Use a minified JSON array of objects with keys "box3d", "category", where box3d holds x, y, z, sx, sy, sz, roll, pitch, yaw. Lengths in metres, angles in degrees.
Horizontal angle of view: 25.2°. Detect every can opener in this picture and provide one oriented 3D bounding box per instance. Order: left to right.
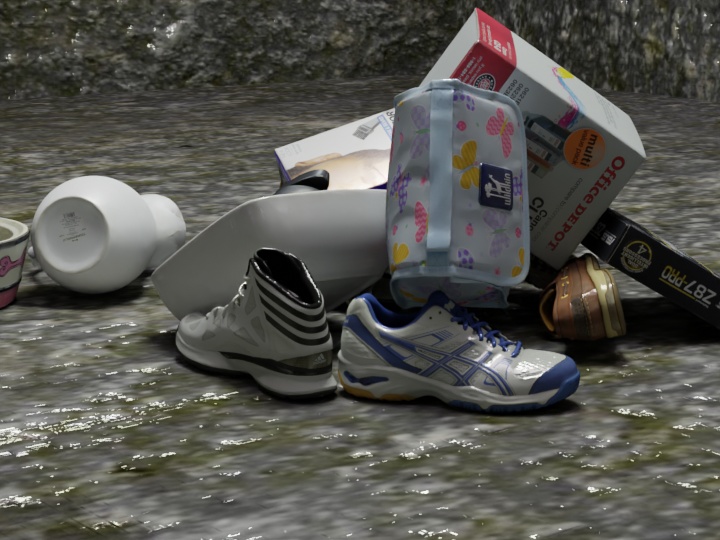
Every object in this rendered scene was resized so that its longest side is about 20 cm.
[{"box3d":[-0.104,-0.025,1.604,0.200,0.063,0.079,-36,6,21],"category":"can opener"}]

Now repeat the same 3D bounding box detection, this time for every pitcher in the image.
[{"box3d":[-0.291,-0.030,1.702,0.171,0.121,0.200,-18,-2,10],"category":"pitcher"}]

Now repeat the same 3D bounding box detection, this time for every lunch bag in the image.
[{"box3d":[0.081,-0.058,1.381,0.127,0.170,0.200,0,-11,7],"category":"lunch bag"}]

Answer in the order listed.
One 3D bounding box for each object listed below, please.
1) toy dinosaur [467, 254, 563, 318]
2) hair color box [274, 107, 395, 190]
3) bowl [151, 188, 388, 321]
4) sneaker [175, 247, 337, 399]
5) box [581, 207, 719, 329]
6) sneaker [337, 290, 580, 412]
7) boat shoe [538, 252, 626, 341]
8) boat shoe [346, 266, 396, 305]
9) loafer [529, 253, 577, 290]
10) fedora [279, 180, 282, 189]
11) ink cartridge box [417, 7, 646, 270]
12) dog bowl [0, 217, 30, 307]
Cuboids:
[{"box3d":[0.112,-0.029,1.591,0.200,0.102,0.136,-2,41,-8],"category":"toy dinosaur"},{"box3d":[0.023,-0.107,1.692,0.200,0.065,0.109,-21,46,-8],"category":"hair color box"},{"box3d":[-0.069,-0.001,1.490,0.200,0.075,0.200,-6,-18,-42],"category":"bowl"},{"box3d":[-0.088,0.032,1.376,0.076,0.116,0.200,-9,15,-39],"category":"sneaker"},{"box3d":[0.290,-0.010,1.596,0.161,0.049,0.200,28,7,-14],"category":"box"},{"box3d":[0.080,0.063,1.314,0.200,0.088,0.075,4,11,7],"category":"sneaker"},{"box3d":[0.200,0.027,1.525,0.067,0.072,0.200,-13,6,1],"category":"boat shoe"},{"box3d":[0.000,0.000,1.628,0.200,0.071,0.064,5,55,1],"category":"boat shoe"},{"box3d":[0.175,-0.031,1.688,0.200,0.068,0.076,28,12,16],"category":"loafer"},{"box3d":[-0.001,-0.060,1.812,0.200,0.201,0.082,3,51,9],"category":"fedora"},{"box3d":[0.152,-0.128,1.562,0.200,0.145,0.145,33,19,-10],"category":"ink cartridge box"},{"box3d":[-0.432,-0.004,1.623,0.200,0.074,0.200,0,12,0],"category":"dog bowl"}]
